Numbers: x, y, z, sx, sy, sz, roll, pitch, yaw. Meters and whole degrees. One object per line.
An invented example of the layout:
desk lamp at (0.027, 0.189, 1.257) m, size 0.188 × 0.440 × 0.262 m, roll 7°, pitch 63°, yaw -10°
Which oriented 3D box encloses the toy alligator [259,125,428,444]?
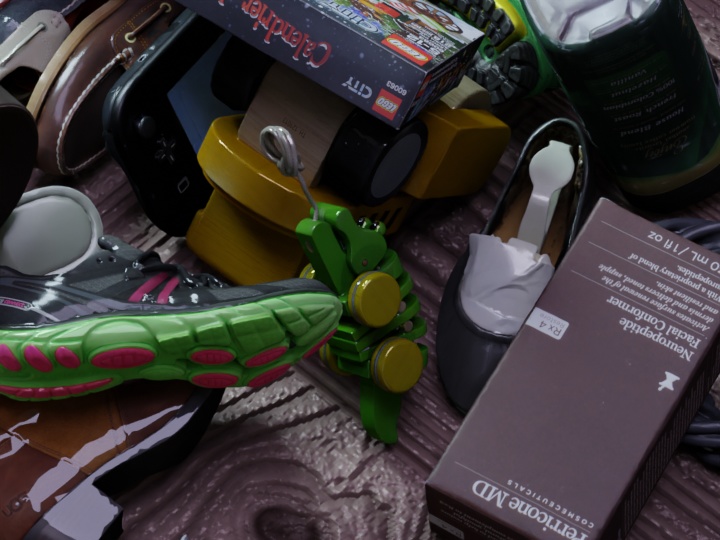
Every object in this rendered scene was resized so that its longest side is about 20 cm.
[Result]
toy alligator at (0.000, 0.000, 1.523) m, size 0.054 × 0.201 × 0.059 m, roll -32°, pitch 27°, yaw -29°

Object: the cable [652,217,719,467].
cable at (0.219, 0.042, 1.595) m, size 0.199 × 0.051 × 0.164 m, roll 17°, pitch 61°, yaw 12°

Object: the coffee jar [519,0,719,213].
coffee jar at (0.158, -0.120, 1.616) m, size 0.085 × 0.200 × 0.105 m, roll -24°, pitch 54°, yaw 9°

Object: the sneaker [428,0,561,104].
sneaker at (0.068, -0.173, 1.733) m, size 0.085 × 0.078 × 0.200 m, roll -6°, pitch 46°, yaw -39°

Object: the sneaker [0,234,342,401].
sneaker at (-0.106, 0.017, 1.476) m, size 0.198 × 0.077 × 0.084 m, roll -2°, pitch 58°, yaw -12°

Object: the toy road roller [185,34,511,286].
toy road roller at (-0.019, -0.059, 1.618) m, size 0.123 × 0.147 × 0.200 m, roll 36°, pitch 21°, yaw 20°

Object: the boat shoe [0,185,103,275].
boat shoe at (-0.244, 0.005, 1.570) m, size 0.200 × 0.061 × 0.072 m, roll -14°, pitch 84°, yaw -14°

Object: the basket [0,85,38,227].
basket at (-0.283, -0.095, 1.514) m, size 0.200 × 0.180 × 0.136 m, roll 37°, pitch 91°, yaw 21°

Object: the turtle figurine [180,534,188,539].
turtle figurine at (-0.050, 0.207, 1.340) m, size 0.200 × 0.194 × 0.144 m, roll -37°, pitch 97°, yaw -22°

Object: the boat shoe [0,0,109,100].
boat shoe at (-0.210, -0.126, 1.663) m, size 0.200 × 0.071 × 0.063 m, roll -35°, pitch 75°, yaw -33°

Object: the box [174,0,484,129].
box at (-0.038, -0.155, 1.553) m, size 0.199 × 0.038 × 0.137 m, roll 30°, pitch 19°, yaw 7°

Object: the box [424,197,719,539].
box at (0.126, 0.071, 1.517) m, size 0.100 × 0.075 × 0.201 m, roll 26°, pitch 69°, yaw 17°

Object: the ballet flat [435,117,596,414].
ballet flat at (0.089, -0.011, 1.603) m, size 0.068 × 0.069 × 0.201 m, roll 15°, pitch 53°, yaw 6°

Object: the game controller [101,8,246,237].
game controller at (-0.078, -0.112, 1.648) m, size 0.042 × 0.105 × 0.200 m, roll -5°, pitch 36°, yaw 45°

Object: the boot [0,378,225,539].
boot at (-0.185, 0.052, 1.524) m, size 0.199 × 0.069 × 0.189 m, roll 35°, pitch 70°, yaw 9°

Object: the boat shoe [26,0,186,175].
boat shoe at (-0.131, -0.128, 1.670) m, size 0.070 × 0.071 × 0.200 m, roll 22°, pitch 54°, yaw 16°
